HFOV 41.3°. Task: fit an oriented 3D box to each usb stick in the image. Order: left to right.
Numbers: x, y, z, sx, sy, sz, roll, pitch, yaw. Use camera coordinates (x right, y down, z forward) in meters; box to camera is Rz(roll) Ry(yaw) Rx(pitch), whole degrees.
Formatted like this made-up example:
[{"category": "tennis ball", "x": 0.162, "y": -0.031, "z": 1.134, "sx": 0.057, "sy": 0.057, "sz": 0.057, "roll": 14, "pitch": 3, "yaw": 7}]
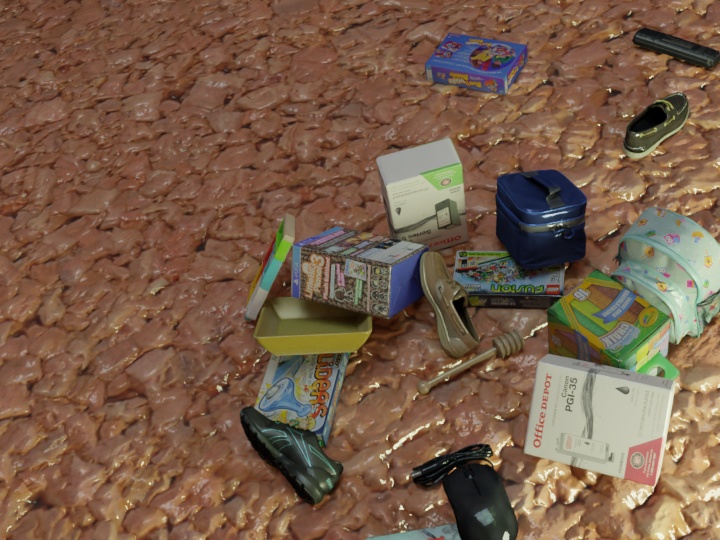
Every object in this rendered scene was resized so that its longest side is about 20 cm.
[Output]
[{"category": "usb stick", "x": 0.694, "y": -0.492, "z": 2.103, "sx": 0.199, "sy": 0.033, "sz": 0.055, "roll": 30, "pitch": 53, "yaw": 35}]

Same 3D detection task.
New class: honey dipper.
[{"category": "honey dipper", "x": 0.182, "y": 0.155, "z": 1.601, "sx": 0.198, "sy": 0.038, "sz": 0.038, "roll": -25, "pitch": 46, "yaw": -9}]

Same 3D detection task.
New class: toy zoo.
[{"category": "toy zoo", "x": -0.170, "y": 0.005, "z": 1.742, "sx": 0.020, "sy": 0.202, "sz": 0.131, "roll": 24, "pitch": 18, "yaw": -12}]

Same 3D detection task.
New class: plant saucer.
[{"category": "plant saucer", "x": -0.077, "y": 0.097, "z": 1.660, "sx": 0.197, "sy": 0.049, "sz": 0.200, "roll": -3, "pitch": 17, "yaw": 2}]

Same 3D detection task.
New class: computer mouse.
[{"category": "computer mouse", "x": 0.163, "y": 0.328, "z": 1.405, "sx": 0.137, "sy": 0.053, "sz": 0.201, "roll": -18, "pitch": 36, "yaw": -9}]

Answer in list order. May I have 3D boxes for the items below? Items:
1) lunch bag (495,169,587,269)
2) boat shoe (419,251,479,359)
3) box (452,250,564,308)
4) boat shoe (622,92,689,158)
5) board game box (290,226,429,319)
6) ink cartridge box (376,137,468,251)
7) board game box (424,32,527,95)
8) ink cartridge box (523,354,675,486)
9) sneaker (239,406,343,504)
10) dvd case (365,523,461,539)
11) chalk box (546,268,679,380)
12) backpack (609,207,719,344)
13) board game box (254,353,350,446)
[{"category": "lunch bag", "x": 0.322, "y": -0.101, "z": 1.706, "sx": 0.134, "sy": 0.134, "sz": 0.200, "roll": -11, "pitch": 27, "yaw": -8}, {"category": "boat shoe", "x": 0.158, "y": 0.050, "z": 1.644, "sx": 0.064, "sy": 0.071, "sz": 0.202, "roll": -32, "pitch": 61, "yaw": 31}, {"category": "box", "x": 0.267, "y": 0.016, "z": 1.715, "sx": 0.197, "sy": 0.035, "sz": 0.111, "roll": 0, "pitch": 47, "yaw": 14}, {"category": "boat shoe", "x": 0.601, "y": -0.305, "z": 1.925, "sx": 0.071, "sy": 0.061, "sz": 0.201, "roll": 29, "pitch": 59, "yaw": 34}, {"category": "board game box", "x": 0.000, "y": 0.000, "z": 1.699, "sx": 0.198, "sy": 0.098, "sz": 0.159, "roll": 12, "pitch": 20, "yaw": 27}, {"category": "ink cartridge box", "x": 0.118, "y": -0.129, "z": 1.775, "sx": 0.143, "sy": 0.201, "sz": 0.085, "roll": -16, "pitch": 47, "yaw": -2}, {"category": "board game box", "x": 0.264, "y": -0.474, "z": 2.180, "sx": 0.198, "sy": 0.045, "sz": 0.135, "roll": 17, "pitch": 53, "yaw": 27}, {"category": "ink cartridge box", "x": 0.352, "y": 0.219, "z": 1.415, "sx": 0.197, "sy": 0.149, "sz": 0.083, "roll": 10, "pitch": 7, "yaw": 22}, {"category": "sneaker", "x": -0.112, "y": 0.282, "z": 1.518, "sx": 0.079, "sy": 0.076, "sz": 0.200, "roll": -39, "pitch": 66, "yaw": -24}, {"category": "dvd case", "x": 0.109, "y": 0.434, "z": 1.360, "sx": 0.197, "sy": 0.022, "sz": 0.147, "roll": -9, "pitch": 45, "yaw": 3}, {"category": "chalk box", "x": 0.409, "y": 0.118, "z": 1.518, "sx": 0.124, "sy": 0.125, "sz": 0.199, "roll": -36, "pitch": 49, "yaw": -21}, {"category": "backpack", "x": 0.496, "y": 0.006, "z": 1.553, "sx": 0.153, "sy": 0.201, "sz": 0.175, "roll": -37, "pitch": 50, "yaw": -22}, {"category": "board game box", "x": -0.101, "y": 0.201, "z": 1.625, "sx": 0.133, "sy": 0.035, "sz": 0.202, "roll": 1, "pitch": 47, "yaw": 15}]
